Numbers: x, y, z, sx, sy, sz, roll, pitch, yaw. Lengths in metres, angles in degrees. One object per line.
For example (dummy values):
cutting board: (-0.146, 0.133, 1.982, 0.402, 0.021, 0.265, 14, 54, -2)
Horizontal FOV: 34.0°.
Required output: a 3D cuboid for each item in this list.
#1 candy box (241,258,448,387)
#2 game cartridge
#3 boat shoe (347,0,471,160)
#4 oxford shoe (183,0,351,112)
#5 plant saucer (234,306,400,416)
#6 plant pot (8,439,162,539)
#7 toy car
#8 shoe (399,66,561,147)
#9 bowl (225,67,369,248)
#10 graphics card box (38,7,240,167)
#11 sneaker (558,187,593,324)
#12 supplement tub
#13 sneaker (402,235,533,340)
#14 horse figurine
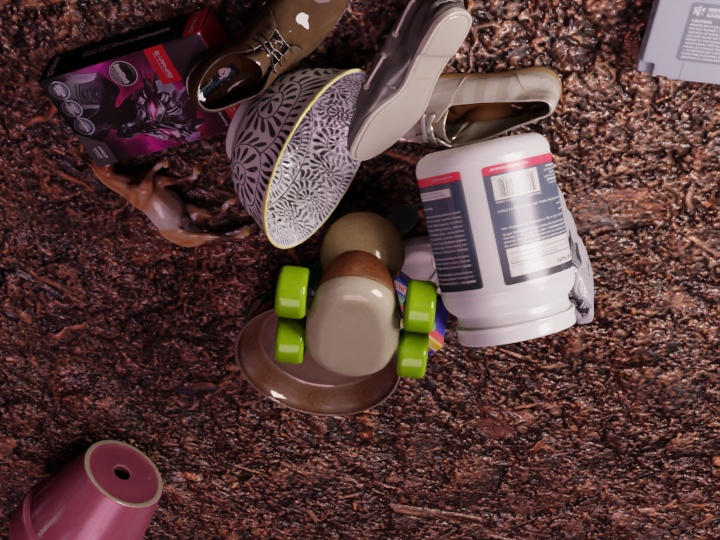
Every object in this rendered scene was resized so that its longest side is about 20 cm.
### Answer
candy box: (-0.020, 0.068, 1.457, 0.169, 0.077, 0.200, 38, 128, -25)
game cartridge: (0.374, -0.234, 1.114, 0.200, 0.040, 0.133, 7, 140, 1)
boat shoe: (0.040, -0.197, 1.176, 0.067, 0.057, 0.200, -1, 138, -42)
oxford shoe: (-0.082, -0.217, 1.139, 0.200, 0.084, 0.073, -41, 115, 8)
plant saucer: (-0.049, 0.099, 1.413, 0.200, 0.037, 0.200, 6, 136, 5)
plant pot: (-0.391, 0.356, 1.743, 0.200, 0.200, 0.179, 29, 117, -19)
toy car: (0.000, 0.000, 1.295, 0.164, 0.200, 0.158, 7, 140, 1)
shoe: (0.107, -0.165, 1.213, 0.200, 0.053, 0.070, -9, 133, 18)
bowl: (-0.075, -0.132, 1.210, 0.094, 0.201, 0.201, 29, 140, 19)
graphics card box: (-0.220, -0.190, 1.243, 0.200, 0.051, 0.126, -11, 133, 20)
sneaker: (0.194, -0.012, 1.345, 0.115, 0.075, 0.200, -13, 127, 22)
supplement tub: (0.142, -0.033, 1.213, 0.140, 0.140, 0.200, -10, 94, 19)
sneaker: (0.131, 0.023, 1.383, 0.200, 0.085, 0.073, 20, 137, -9)
horse figurine: (-0.209, -0.075, 1.354, 0.132, 0.050, 0.200, -14, 139, 39)
